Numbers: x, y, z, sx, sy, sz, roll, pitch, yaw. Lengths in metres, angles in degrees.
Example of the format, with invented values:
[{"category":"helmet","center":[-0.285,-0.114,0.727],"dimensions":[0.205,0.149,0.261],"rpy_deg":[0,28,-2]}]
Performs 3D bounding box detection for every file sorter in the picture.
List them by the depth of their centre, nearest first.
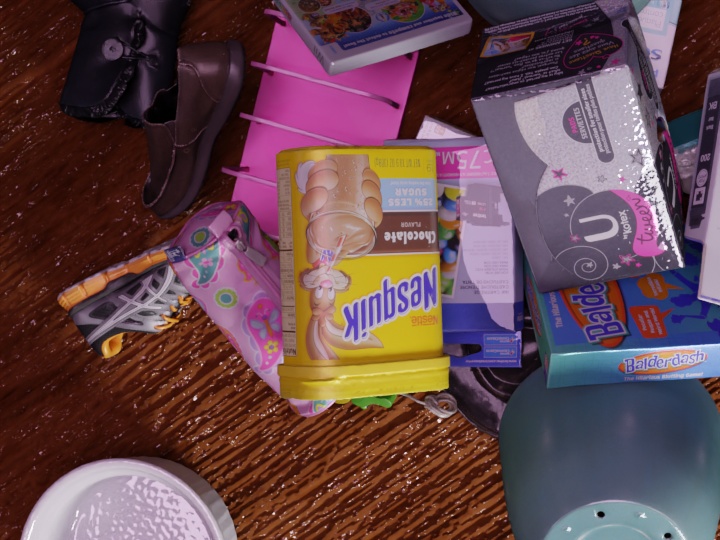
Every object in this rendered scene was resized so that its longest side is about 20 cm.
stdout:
[{"category":"file sorter","center":[-0.043,-0.121,1.432],"dimensions":[0.138,0.125,0.202],"rpy_deg":[15,94,7]}]

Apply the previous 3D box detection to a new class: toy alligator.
[{"category":"toy alligator","center":[-0.008,0.102,1.476],"dimensions":[0.198,0.060,0.055],"rpy_deg":[25,138,6]}]

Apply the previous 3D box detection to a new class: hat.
[{"category":"hat","center":[0.155,0.062,1.432],"dimensions":[0.198,0.081,0.203],"rpy_deg":[0,91,9]}]

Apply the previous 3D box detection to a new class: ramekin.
[{"category":"ramekin","center":[-0.209,0.269,1.488],"dimensions":[0.198,0.098,0.203],"rpy_deg":[0,92,9]}]

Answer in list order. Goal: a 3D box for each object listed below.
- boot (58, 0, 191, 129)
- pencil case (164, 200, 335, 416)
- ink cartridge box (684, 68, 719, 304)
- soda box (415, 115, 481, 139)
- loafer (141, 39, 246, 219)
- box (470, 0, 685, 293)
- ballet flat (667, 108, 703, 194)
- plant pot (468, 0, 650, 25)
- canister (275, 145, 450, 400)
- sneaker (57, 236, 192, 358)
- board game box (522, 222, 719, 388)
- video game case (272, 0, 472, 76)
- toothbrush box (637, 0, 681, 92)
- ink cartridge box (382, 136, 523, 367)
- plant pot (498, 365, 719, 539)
[{"category":"boot","center":[-0.257,-0.227,1.484],"dimensions":[0.198,0.076,0.170],"rpy_deg":[16,91,1]},{"category":"pencil case","center":[-0.081,0.031,1.371],"dimensions":[0.087,0.088,0.201],"rpy_deg":[-34,111,8]},{"category":"ink cartridge box","center":[0.372,-0.050,1.357],"dimensions":[0.196,0.043,0.202],"rpy_deg":[14,79,-18]},{"category":"soda box","center":[0.054,-0.036,1.453],"dimensions":[0.068,0.064,0.202],"rpy_deg":[23,95,7]},{"category":"loafer","center":[-0.165,-0.133,1.442],"dimensions":[0.070,0.073,0.201],"rpy_deg":[12,129,-20]},{"category":"box","center":[0.182,-0.099,1.299],"dimensions":[0.131,0.115,0.201],"rpy_deg":[-11,126,18]},{"category":"ballet flat","center":[0.264,-0.091,1.426],"dimensions":[0.198,0.072,0.072],"rpy_deg":[-20,89,11]},{"category":"plant pot","center":[0.159,-0.292,1.306],"dimensions":[0.198,0.134,0.203],"rpy_deg":[0,92,11]},{"category":"canister","center":[0.000,0.000,1.321],"dimensions":[0.147,0.086,0.202],"rpy_deg":[-3,91,-33]},{"category":"sneaker","center":[-0.185,0.017,1.483],"dimensions":[0.199,0.078,0.078],"rpy_deg":[-23,94,26]},{"category":"board game box","center":[0.244,0.026,1.368],"dimensions":[0.198,0.153,0.045],"rpy_deg":[-4,133,-4]},{"category":"video game case","center":[-0.013,-0.256,1.394],"dimensions":[0.142,0.018,0.201],"rpy_deg":[-19,54,-23]},{"category":"toothbrush box","center":[0.216,-0.268,1.408],"dimensions":[0.145,0.085,0.202],"rpy_deg":[13,96,9]},{"category":"ink cartridge box","center":[0.081,-0.015,1.391],"dimensions":[0.118,0.042,0.202],"rpy_deg":[-1,94,17]},{"category":"plant pot","center":[0.212,0.192,1.350],"dimensions":[0.198,0.161,0.202],"rpy_deg":[3,121,6]}]
